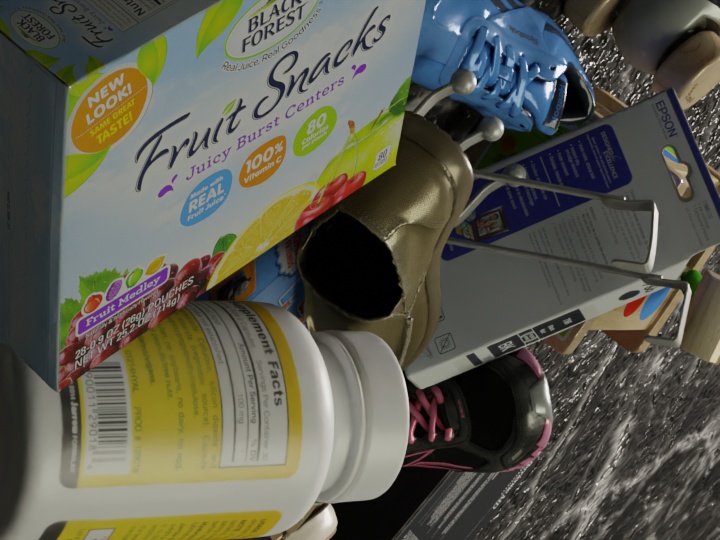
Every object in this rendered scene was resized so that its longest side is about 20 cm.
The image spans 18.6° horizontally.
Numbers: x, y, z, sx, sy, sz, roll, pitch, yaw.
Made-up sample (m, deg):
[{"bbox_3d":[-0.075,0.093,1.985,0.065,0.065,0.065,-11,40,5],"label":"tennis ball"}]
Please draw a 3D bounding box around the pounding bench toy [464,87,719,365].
[{"bbox_3d":[0.165,-0.012,1.335,0.125,0.200,0.156,-57,156,13],"label":"pounding bench toy"}]

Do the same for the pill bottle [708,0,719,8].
[{"bbox_3d":[0.225,-0.187,1.182,0.114,0.200,0.114,-41,155,-23],"label":"pill bottle"}]

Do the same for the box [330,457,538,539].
[{"bbox_3d":[0.021,0.164,1.488,0.200,0.079,0.141,-49,155,-6],"label":"box"}]

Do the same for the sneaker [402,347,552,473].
[{"bbox_3d":[0.027,0.088,1.291,0.095,0.080,0.199,-9,178,-40],"label":"sneaker"}]

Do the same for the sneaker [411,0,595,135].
[{"bbox_3d":[0.071,-0.113,1.164,0.066,0.078,0.200,-54,156,13],"label":"sneaker"}]

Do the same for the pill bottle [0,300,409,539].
[{"bbox_3d":[-0.081,0.069,1.013,0.199,0.112,0.112,1,129,-31],"label":"pill bottle"}]

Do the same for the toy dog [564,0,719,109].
[{"bbox_3d":[0.220,-0.177,1.298,0.199,0.133,0.096,-24,171,10],"label":"toy dog"}]

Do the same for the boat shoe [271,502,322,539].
[{"bbox_3d":[-0.046,0.105,1.213,0.072,0.065,0.200,49,57,-25],"label":"boat shoe"}]

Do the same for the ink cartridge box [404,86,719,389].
[{"bbox_3d":[0.104,-0.017,1.236,0.199,0.100,0.039,-23,160,10],"label":"ink cartridge box"}]

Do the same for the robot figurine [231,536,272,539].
[{"bbox_3d":[-0.081,0.199,1.085,0.150,0.201,0.125,3,145,-42],"label":"robot figurine"}]

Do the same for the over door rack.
[{"bbox_3d":[0.080,-0.041,1.141,0.067,0.199,0.148,-63,158,-9],"label":"over door rack"}]

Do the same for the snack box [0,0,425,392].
[{"bbox_3d":[-0.063,-0.071,0.866,0.200,0.068,0.169,-36,152,-35],"label":"snack box"}]

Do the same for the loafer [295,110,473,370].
[{"bbox_3d":[0.000,0.000,1.093,0.067,0.076,0.201,-42,159,-31],"label":"loafer"}]

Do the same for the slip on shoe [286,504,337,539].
[{"bbox_3d":[-0.091,0.211,1.325,0.200,0.076,0.061,-37,111,-26],"label":"slip on shoe"}]

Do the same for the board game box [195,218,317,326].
[{"bbox_3d":[-0.089,0.041,1.142,0.200,0.037,0.152,-42,156,-20],"label":"board game box"}]
